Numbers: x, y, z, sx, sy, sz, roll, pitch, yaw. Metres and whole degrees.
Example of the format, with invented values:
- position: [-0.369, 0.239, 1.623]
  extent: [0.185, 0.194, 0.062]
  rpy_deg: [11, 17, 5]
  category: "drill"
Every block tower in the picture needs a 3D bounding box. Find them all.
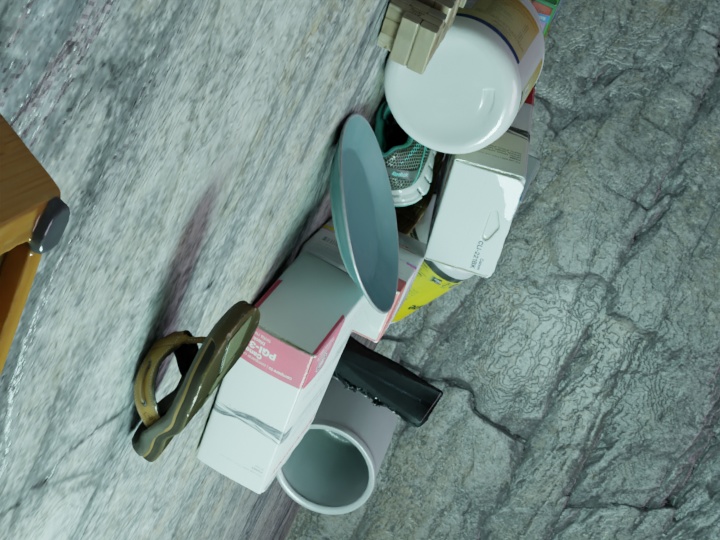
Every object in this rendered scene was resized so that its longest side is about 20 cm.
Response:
- position: [0.078, -0.275, 1.328]
  extent: [0.200, 0.054, 0.058]
  rpy_deg: [-61, 175, -41]
  category: "block tower"

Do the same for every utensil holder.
- position: [-0.034, 0.276, 2.291]
  extent: [0.200, 0.169, 0.170]
  rpy_deg: [-59, 173, -60]
  category: "utensil holder"

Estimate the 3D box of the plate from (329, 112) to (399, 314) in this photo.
- position: [0.001, -0.055, 1.371]
  extent: [0.200, 0.025, 0.201]
  rpy_deg: [-8, 90, -74]
  category: "plate"

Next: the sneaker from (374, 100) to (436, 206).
- position: [0.058, -0.173, 1.546]
  extent: [0.091, 0.077, 0.201]
  rpy_deg: [61, 37, -53]
  category: "sneaker"

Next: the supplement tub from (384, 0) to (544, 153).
- position: [0.117, -0.222, 1.471]
  extent: [0.145, 0.144, 0.200]
  rpy_deg: [-67, 174, 30]
  category: "supplement tub"

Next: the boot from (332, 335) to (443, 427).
- position: [0.000, 0.099, 1.548]
  extent: [0.066, 0.199, 0.165]
  rpy_deg: [-64, 175, 8]
  category: "boot"

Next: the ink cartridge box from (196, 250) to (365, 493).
- position: [-0.080, 0.104, 1.402]
  extent: [0.147, 0.083, 0.200]
  rpy_deg: [-52, 168, -54]
  category: "ink cartridge box"

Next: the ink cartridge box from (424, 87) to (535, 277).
- position: [0.138, -0.112, 1.590]
  extent: [0.200, 0.083, 0.145]
  rpy_deg: [-77, -178, -52]
  category: "ink cartridge box"

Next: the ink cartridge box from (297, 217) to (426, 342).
- position: [0.000, 0.000, 1.536]
  extent: [0.068, 0.116, 0.200]
  rpy_deg: [-67, 174, 20]
  category: "ink cartridge box"

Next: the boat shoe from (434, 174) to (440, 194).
- position: [0.076, -0.182, 1.744]
  extent: [0.071, 0.090, 0.201]
  rpy_deg: [-58, 145, -52]
  category: "boat shoe"

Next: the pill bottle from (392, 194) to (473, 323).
- position: [0.048, -0.002, 1.732]
  extent: [0.200, 0.113, 0.113]
  rpy_deg: [-33, -165, 36]
  category: "pill bottle"

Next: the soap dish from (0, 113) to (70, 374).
- position: [-0.159, 0.050, 0.358]
  extent: [0.157, 0.081, 0.201]
  rpy_deg: [-49, 163, -70]
  category: "soap dish"

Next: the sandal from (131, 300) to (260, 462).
- position: [-0.131, 0.075, 0.982]
  extent: [0.082, 0.055, 0.200]
  rpy_deg: [-54, -176, -33]
  category: "sandal"

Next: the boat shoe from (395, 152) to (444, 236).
- position: [0.064, -0.120, 1.648]
  extent: [0.201, 0.074, 0.066]
  rpy_deg: [-65, 172, 2]
  category: "boat shoe"

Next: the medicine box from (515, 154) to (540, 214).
- position: [0.226, -0.168, 2.649]
  extent: [0.103, 0.182, 0.200]
  rpy_deg: [-62, 175, -22]
  category: "medicine box"

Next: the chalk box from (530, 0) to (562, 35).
- position: [0.195, -0.359, 1.719]
  extent: [0.124, 0.124, 0.201]
  rpy_deg: [106, 10, -65]
  category: "chalk box"
